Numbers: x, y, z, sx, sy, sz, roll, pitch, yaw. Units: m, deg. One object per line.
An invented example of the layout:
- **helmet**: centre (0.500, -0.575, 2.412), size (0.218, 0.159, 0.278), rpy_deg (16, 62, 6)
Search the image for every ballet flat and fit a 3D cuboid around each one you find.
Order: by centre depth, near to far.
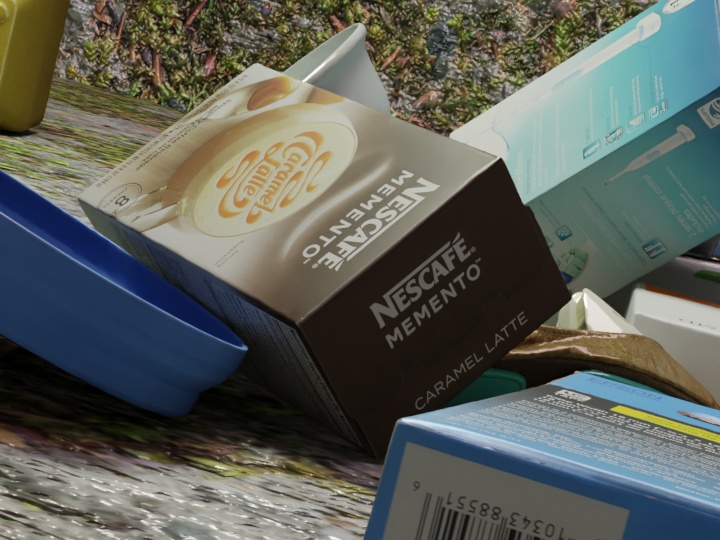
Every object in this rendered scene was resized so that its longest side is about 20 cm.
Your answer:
- **ballet flat**: centre (0.079, 0.039, 0.927), size (0.200, 0.072, 0.068), rpy_deg (9, -37, -15)

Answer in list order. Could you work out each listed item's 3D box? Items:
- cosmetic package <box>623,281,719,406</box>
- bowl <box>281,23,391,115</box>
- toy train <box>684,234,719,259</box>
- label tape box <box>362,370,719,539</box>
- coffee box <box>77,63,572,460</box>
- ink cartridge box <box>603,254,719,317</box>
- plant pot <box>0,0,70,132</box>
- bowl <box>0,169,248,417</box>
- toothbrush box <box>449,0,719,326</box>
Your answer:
- **cosmetic package**: centre (0.184, 0.058, 1.062), size (0.101, 0.071, 0.200), rpy_deg (15, 6, 6)
- **bowl**: centre (-0.052, -0.050, 1.178), size (0.090, 0.201, 0.201), rpy_deg (52, 1, -8)
- **toy train**: centre (0.233, -0.048, 1.338), size (0.200, 0.087, 0.114), rpy_deg (12, 12, -27)
- **label tape box**: centre (0.101, 0.085, 0.619), size (0.144, 0.063, 0.200), rpy_deg (16, 6, 20)
- **coffee box**: centre (-0.021, -0.011, 0.869), size (0.200, 0.114, 0.080), rpy_deg (26, -30, 52)
- **ink cartridge box**: centre (0.237, 0.040, 1.292), size (0.145, 0.084, 0.200), rpy_deg (15, 6, 24)
- **plant pot**: centre (-0.400, -0.243, 1.993), size (0.194, 0.196, 0.200), rpy_deg (13, 12, -8)
- **bowl**: centre (-0.137, -0.008, 0.777), size (0.200, 0.039, 0.201), rpy_deg (33, 0, 0)
- **toothbrush box**: centre (0.150, -0.067, 1.180), size (0.085, 0.200, 0.146), rpy_deg (49, 25, -24)
